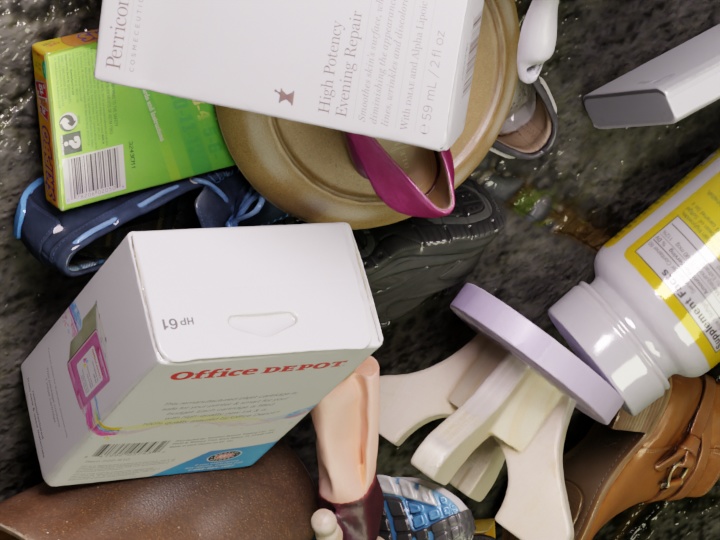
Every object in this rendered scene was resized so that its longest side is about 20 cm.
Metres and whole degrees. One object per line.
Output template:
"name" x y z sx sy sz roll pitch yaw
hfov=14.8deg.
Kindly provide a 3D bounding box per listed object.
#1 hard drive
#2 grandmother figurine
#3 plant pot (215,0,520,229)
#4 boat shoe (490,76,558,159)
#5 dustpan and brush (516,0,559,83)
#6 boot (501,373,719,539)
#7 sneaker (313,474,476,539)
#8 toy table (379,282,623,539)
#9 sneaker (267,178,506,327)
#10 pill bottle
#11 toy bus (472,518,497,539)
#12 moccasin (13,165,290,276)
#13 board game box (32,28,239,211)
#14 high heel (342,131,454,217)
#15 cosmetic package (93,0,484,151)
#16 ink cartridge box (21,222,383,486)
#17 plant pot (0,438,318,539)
"hard drive" 0.254 -0.147 1.790 0.199 0.132 0.026 -28 99 -16
"grandmother figurine" -0.007 0.134 1.747 0.121 0.060 0.201 -53 141 -51
"plant pot" 0.011 -0.118 1.617 0.199 0.027 0.201 -8 109 -24
"boat shoe" 0.059 -0.129 1.690 0.074 0.060 0.200 -42 140 3
"dustpan and brush" 0.114 -0.181 1.517 0.139 0.057 0.201 -14 126 -27
"boot" 0.194 0.155 2.049 0.155 0.077 0.201 11 102 -47
"sneaker" 0.005 0.174 1.867 0.086 0.199 0.075 -5 85 -50
"toy table" 0.089 0.094 1.842 0.117 0.184 0.200 -54 152 -1
"sneaker" 0.000 0.000 1.756 0.199 0.076 0.091 -8 138 -30
"pill bottle" 0.233 0.000 1.907 0.200 0.114 0.114 -40 141 -1
"toy bus" 0.018 0.282 1.977 0.191 0.201 0.136 1 138 2
"moccasin" -0.106 -0.027 1.644 0.199 0.068 0.081 -17 135 -26
"board game box" -0.092 -0.104 1.601 0.199 0.030 0.096 -15 117 -25
"high heel" 0.000 -0.122 1.539 0.067 0.096 0.201 -24 115 -18
"cosmetic package" -0.037 -0.136 1.490 0.074 0.199 0.102 -51 150 -72
"ink cartridge box" -0.097 0.050 1.634 0.144 0.085 0.200 -4 159 -29
"plant pot" -0.125 0.184 1.756 0.200 0.187 0.188 -35 143 -32
